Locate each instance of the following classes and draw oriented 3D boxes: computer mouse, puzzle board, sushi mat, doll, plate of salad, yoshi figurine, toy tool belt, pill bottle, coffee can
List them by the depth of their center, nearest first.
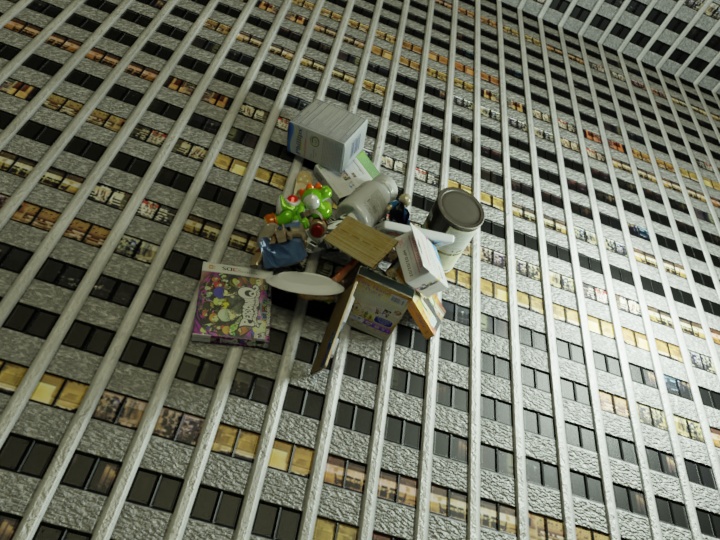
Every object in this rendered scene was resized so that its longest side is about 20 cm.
[{"bbox_3d":[-0.059,0.136,1.219,0.017,0.151,0.205,24,68,-10],"label":"puzzle board"},{"bbox_3d":[-0.001,-0.071,1.290,0.095,0.012,0.198,-42,45,-18],"label":"sushi mat"},{"bbox_3d":[-0.135,0.042,1.298,0.192,0.050,0.200,7,11,-1],"label":"plate of salad"},{"bbox_3d":[-0.176,-0.062,1.320,0.194,0.128,0.124,-17,25,12],"label":"toy tool belt"},{"bbox_3d":[-0.154,-0.147,1.430,0.196,0.113,0.114,-29,67,-5],"label":"yoshi figurine"},{"bbox_3d":[-0.132,-0.076,1.454,0.198,0.044,0.110,-35,70,-32],"label":"computer mouse"},{"bbox_3d":[0.247,-0.111,1.522,0.141,0.202,0.150,10,51,-13],"label":"coffee can"},{"bbox_3d":[0.025,-0.194,1.553,0.113,0.116,0.200,36,50,9],"label":"pill bottle"},{"bbox_3d":[0.112,-0.134,1.554,0.136,0.047,0.206,41,54,-43],"label":"doll"}]

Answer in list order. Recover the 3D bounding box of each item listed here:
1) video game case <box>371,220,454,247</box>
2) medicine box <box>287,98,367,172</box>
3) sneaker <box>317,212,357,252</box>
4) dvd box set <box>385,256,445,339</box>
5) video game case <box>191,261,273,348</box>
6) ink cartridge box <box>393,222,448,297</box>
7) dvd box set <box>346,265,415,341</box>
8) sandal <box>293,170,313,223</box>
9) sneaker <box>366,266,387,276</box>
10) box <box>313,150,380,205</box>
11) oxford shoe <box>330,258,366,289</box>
[{"bbox_3d":[0.119,-0.086,1.393,0.193,0.182,0.024,11,81,-17],"label":"video game case"},{"bbox_3d":[-0.101,-0.420,1.650,0.195,0.105,0.184,23,44,11],"label":"medicine box"},{"bbox_3d":[-0.044,-0.069,1.383,0.126,0.081,0.201,-21,46,-13],"label":"sneaker"},{"bbox_3d":[0.146,0.056,1.382,0.204,0.029,0.146,59,28,-6],"label":"dvd box set"},{"bbox_3d":[-0.301,0.081,1.275,0.175,0.036,0.205,9,53,-16],"label":"video game case"},{"bbox_3d":[0.140,-0.022,1.282,0.199,0.066,0.119,33,38,-60],"label":"ink cartridge box"},{"bbox_3d":[0.033,0.085,1.295,0.142,0.202,0.030,22,49,-2],"label":"dvd box set"},{"bbox_3d":[-0.159,-0.219,1.529,0.075,0.070,0.218,7,53,-16],"label":"sandal"},{"bbox_3d":[0.054,0.068,1.406,0.198,0.116,0.076,33,13,-40],"label":"sneaker"},{"bbox_3d":[-0.030,-0.289,1.655,0.196,0.037,0.146,-23,66,-32],"label":"box"},{"bbox_3d":[0.000,0.000,1.443,0.199,0.071,0.074,-40,94,-33],"label":"oxford shoe"}]
